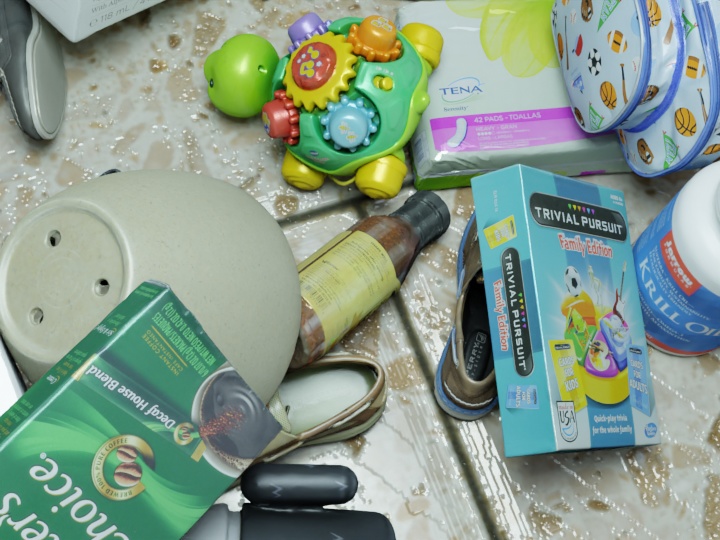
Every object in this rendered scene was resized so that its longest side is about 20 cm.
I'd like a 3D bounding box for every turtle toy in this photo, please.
[{"bbox_3d":[-0.033,-0.143,0.932,0.199,0.101,0.147,9,77,33],"label":"turtle toy"}]

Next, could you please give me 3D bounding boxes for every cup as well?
[{"bbox_3d":[-0.156,0.017,0.773,0.199,0.143,0.202,-4,78,19],"label":"cup"}]

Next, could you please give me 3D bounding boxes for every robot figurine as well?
[{"bbox_3d":[-0.042,0.221,0.787,0.198,0.125,0.151,5,55,-6],"label":"robot figurine"}]

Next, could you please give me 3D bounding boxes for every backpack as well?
[{"bbox_3d":[0.240,-0.169,0.888,0.153,0.200,0.192,-16,77,-11],"label":"backpack"}]

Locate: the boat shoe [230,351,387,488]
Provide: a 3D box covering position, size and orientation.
[{"bbox_3d":[-0.072,0.104,0.858,0.199,0.074,0.076,-21,73,-16],"label":"boat shoe"}]

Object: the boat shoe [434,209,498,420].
[{"bbox_3d":[0.111,0.015,0.921,0.072,0.072,0.201,14,67,-2],"label":"boat shoe"}]

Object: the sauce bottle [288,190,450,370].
[{"bbox_3d":[0.000,0.000,0.892,0.066,0.066,0.200,45,50,10],"label":"sauce bottle"}]

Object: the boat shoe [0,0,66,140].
[{"bbox_3d":[-0.279,-0.187,0.955,0.057,0.067,0.202,-13,64,7],"label":"boat shoe"}]

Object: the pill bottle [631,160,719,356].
[{"bbox_3d":[0.276,-0.016,0.888,0.111,0.200,0.113,3,67,-7],"label":"pill bottle"}]

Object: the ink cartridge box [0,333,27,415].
[{"bbox_3d":[-0.266,0.156,0.762,0.145,0.147,0.201,-21,77,-15],"label":"ink cartridge box"}]

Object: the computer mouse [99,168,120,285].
[{"bbox_3d":[-0.141,0.006,0.899,0.199,0.053,0.139,24,67,2],"label":"computer mouse"}]

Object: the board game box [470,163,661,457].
[{"bbox_3d":[0.155,0.033,0.872,0.150,0.047,0.202,7,74,-49],"label":"board game box"}]

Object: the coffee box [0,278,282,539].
[{"bbox_3d":[-0.150,0.117,0.667,0.200,0.044,0.123,-44,115,-19],"label":"coffee box"}]

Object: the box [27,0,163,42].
[{"bbox_3d":[-0.208,-0.318,0.933,0.200,0.131,0.199,42,52,16],"label":"box"}]

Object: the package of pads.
[{"bbox_3d":[0.131,-0.156,0.995,0.198,0.068,0.156,-6,70,-11],"label":"package of pads"}]
